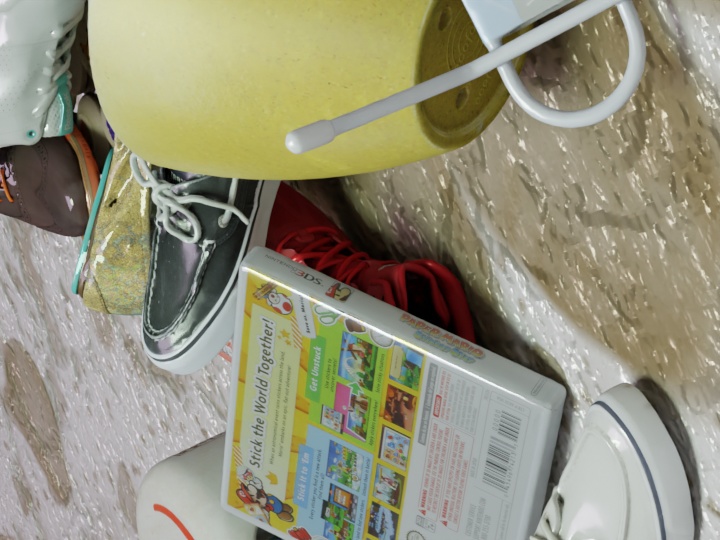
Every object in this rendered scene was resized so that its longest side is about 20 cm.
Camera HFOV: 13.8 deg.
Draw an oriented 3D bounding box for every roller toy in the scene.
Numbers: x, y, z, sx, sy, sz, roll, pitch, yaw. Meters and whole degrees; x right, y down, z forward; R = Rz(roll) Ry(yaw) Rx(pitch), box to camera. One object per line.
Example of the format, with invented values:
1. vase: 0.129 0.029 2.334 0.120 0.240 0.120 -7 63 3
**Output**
1. roller toy: -0.049 0.179 1.779 0.200 0.139 0.183 49 152 40

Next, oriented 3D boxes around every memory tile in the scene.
1. memory tile: -0.150 -0.084 1.773 0.200 0.017 0.154 -22 85 67

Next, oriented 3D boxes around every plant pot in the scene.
1. plant pot: -0.005 -0.123 1.344 0.142 0.200 0.200 20 134 29

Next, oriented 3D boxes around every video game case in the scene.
1. video game case: 0.012 0.095 1.576 0.182 0.023 0.200 25 139 16

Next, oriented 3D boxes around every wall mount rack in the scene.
1. wall mount rack: 0.028 -0.141 1.236 0.200 0.173 0.075 64 -167 7

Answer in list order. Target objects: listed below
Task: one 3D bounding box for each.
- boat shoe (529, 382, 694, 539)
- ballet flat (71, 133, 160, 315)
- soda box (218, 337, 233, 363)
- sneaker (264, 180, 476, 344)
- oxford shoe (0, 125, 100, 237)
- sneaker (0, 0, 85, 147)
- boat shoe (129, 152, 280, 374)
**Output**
1. boat shoe: 0.113 0.137 1.450 0.072 0.066 0.200 53 155 33
2. ballet flat: -0.111 -0.070 1.650 0.071 0.071 0.201 31 113 57
3. soda box: -0.096 -0.007 1.808 0.200 0.063 0.069 28 134 58
4. sneaker: 0.000 0.000 1.599 0.200 0.078 0.116 48 146 15
5. oxford shoe: -0.210 -0.052 1.816 0.200 0.072 0.071 22 125 61
6. sneaker: -0.191 -0.120 1.730 0.089 0.075 0.200 46 123 2
7. boat shoe: -0.083 -0.043 1.590 0.074 0.068 0.200 32 102 43
